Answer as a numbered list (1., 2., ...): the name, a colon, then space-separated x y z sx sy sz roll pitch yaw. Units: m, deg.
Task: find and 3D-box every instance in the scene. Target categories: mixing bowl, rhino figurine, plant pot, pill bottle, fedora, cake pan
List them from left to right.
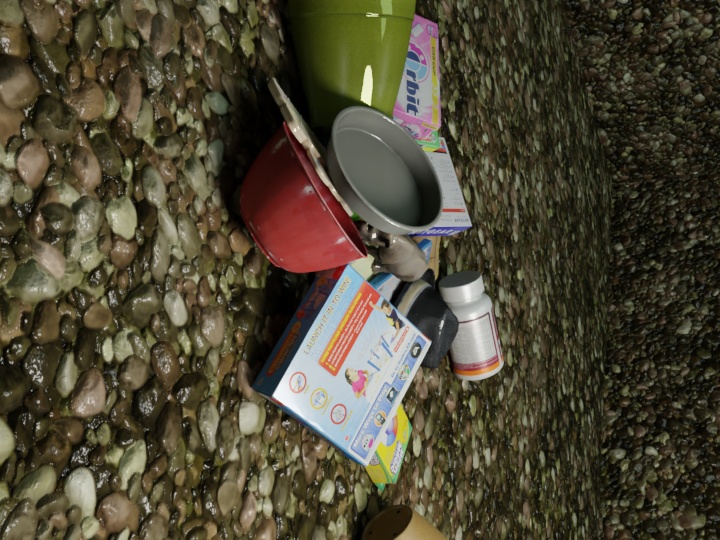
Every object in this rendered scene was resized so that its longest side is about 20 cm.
1. mixing bowl: -0.085 -0.074 1.000 0.202 0.107 0.200 57 7 -11
2. plant pot: -0.014 -0.312 1.163 0.200 0.196 0.198 -24 118 -61
3. cake pan: 0.030 -0.133 1.071 0.198 0.037 0.203 26 45 -29
4. rhino figurine: 0.042 -0.036 1.142 0.200 0.086 0.061 44 63 -62
5. plant pot: 0.087 0.474 1.213 0.203 0.184 0.187 62 33 -13
6. fedora: 0.111 0.099 1.320 0.201 0.090 0.203 -51 155 -33
7. pill bottle: 0.223 0.111 1.595 0.109 0.108 0.204 -41 121 -57

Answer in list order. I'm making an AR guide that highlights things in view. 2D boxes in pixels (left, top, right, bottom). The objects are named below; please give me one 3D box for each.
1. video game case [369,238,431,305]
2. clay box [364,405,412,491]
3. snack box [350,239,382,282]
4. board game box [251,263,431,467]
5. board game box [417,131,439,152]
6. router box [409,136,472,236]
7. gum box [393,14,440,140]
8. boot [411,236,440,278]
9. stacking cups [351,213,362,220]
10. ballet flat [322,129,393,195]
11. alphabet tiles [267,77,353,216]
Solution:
1. video game case: 0.058 0.046 1.300 0.199 0.018 0.146 -37 142 -51
2. clay box: 0.028 0.250 1.256 0.202 0.047 0.116 63 34 -33
3. snack box: 0.000 0.000 1.218 0.200 0.036 0.119 -37 134 -55
4. board game box: -0.019 0.127 1.060 0.196 0.055 0.202 43 69 -32
5. board game box: 0.047 -0.279 1.324 0.197 0.029 0.138 2 78 -39
6. router box: 0.106 -0.155 1.404 0.198 0.048 0.183 -3 74 -51
7. gum box: 0.070 -0.323 1.292 0.112 0.066 0.205 11 71 -35
8. boot: 0.084 -0.046 1.407 0.199 0.065 0.179 -11 94 -61
9. stacking cups: -0.039 -0.110 1.183 0.199 0.059 0.062 3 81 -63
10. ballet flat: 0.005 -0.145 1.182 0.071 0.070 0.201 46 6 -49
11. alphabet tiles: -0.065 -0.173 1.079 0.198 0.014 0.200 63 8 34
